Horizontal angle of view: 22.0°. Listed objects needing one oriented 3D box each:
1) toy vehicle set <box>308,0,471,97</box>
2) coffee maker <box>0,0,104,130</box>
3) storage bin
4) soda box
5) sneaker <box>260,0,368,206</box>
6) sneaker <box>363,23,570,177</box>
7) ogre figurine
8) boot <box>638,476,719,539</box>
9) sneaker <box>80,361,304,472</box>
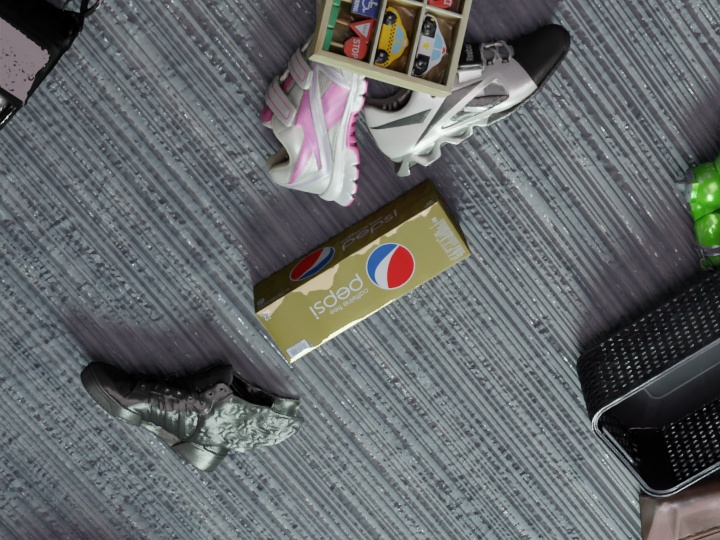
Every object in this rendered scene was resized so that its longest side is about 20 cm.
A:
[{"bbox_3d":[0.038,-0.261,1.587,0.124,0.027,0.201,14,83,-12],"label":"toy vehicle set"},{"bbox_3d":[-0.343,-0.236,1.562,0.200,0.135,0.192,39,79,-20],"label":"coffee maker"},{"bbox_3d":[0.320,0.104,1.752,0.200,0.094,0.135,-33,120,17],"label":"storage bin"},{"bbox_3d":[0.000,0.000,1.711,0.200,0.068,0.064,-31,111,7],"label":"soda box"},{"bbox_3d":[-0.043,-0.153,1.638,0.088,0.081,0.201,1,111,-8],"label":"sneaker"},{"bbox_3d":[0.092,-0.172,1.649,0.200,0.074,0.089,-34,113,7],"label":"sneaker"},{"bbox_3d":[0.377,-0.081,1.708,0.200,0.098,0.120,-21,131,38],"label":"ogre figurine"},{"bbox_3d":[0.387,0.280,1.867,0.199,0.064,0.187,-22,99,0],"label":"boot"},{"bbox_3d":[-0.158,0.118,1.750,0.200,0.060,0.104,37,105,-24],"label":"sneaker"}]
